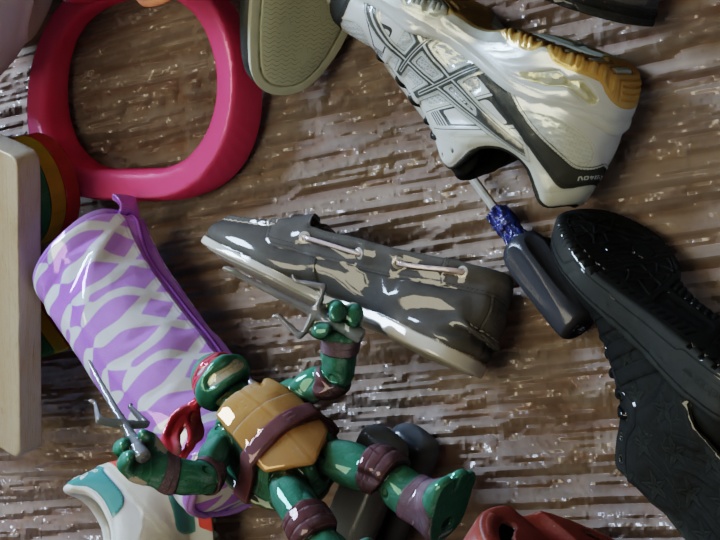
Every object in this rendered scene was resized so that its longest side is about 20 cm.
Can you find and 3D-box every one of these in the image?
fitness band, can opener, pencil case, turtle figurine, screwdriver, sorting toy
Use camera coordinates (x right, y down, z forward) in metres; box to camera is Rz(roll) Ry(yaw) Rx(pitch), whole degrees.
[{"bbox_3d":[-0.138,-0.115,1.232,0.199,0.037,0.145,1,92,43],"label":"fitness band"},{"bbox_3d":[-0.018,0.171,1.122,0.066,0.052,0.201,39,115,34],"label":"can opener"},{"bbox_3d":[-0.114,0.053,1.173,0.200,0.084,0.086,49,114,25],"label":"pencil case"},{"bbox_3d":[-0.042,0.083,1.051,0.150,0.101,0.200,-45,59,-10],"label":"turtle figurine"},{"bbox_3d":[0.061,-0.044,1.061,0.200,0.029,0.028,53,123,22],"label":"screwdriver"},{"bbox_3d":[-0.254,-0.013,1.295,0.198,0.069,0.201,24,120,39],"label":"sorting toy"}]

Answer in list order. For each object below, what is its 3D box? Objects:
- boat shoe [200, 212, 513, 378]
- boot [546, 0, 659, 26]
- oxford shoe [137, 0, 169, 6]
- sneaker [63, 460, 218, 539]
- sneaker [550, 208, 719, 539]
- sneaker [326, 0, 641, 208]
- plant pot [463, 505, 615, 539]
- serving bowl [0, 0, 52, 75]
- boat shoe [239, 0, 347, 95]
[{"bbox_3d":[0.000,0.000,1.102,0.199,0.067,0.057,24,84,34],"label":"boat shoe"},{"bbox_3d":[0.092,-0.217,1.010,0.200,0.070,0.132,38,110,30],"label":"boot"},{"bbox_3d":[-0.127,-0.205,1.143,0.071,0.073,0.200,-43,28,-6],"label":"oxford shoe"},{"bbox_3d":[-0.126,0.206,1.179,0.070,0.093,0.201,143,118,-66],"label":"sneaker"},{"bbox_3d":[0.145,0.061,0.967,0.200,0.060,0.105,48,136,44],"label":"sneaker"},{"bbox_3d":[0.049,-0.095,1.042,0.199,0.075,0.088,30,110,38],"label":"sneaker"},{"bbox_3d":[0.079,0.234,0.959,0.200,0.200,0.196,36,106,35],"label":"plant pot"},{"bbox_3d":[-0.220,-0.194,1.232,0.065,0.200,0.201,20,109,-4],"label":"serving bowl"},{"bbox_3d":[-0.035,-0.201,1.127,0.068,0.071,0.202,26,111,59],"label":"boat shoe"}]
